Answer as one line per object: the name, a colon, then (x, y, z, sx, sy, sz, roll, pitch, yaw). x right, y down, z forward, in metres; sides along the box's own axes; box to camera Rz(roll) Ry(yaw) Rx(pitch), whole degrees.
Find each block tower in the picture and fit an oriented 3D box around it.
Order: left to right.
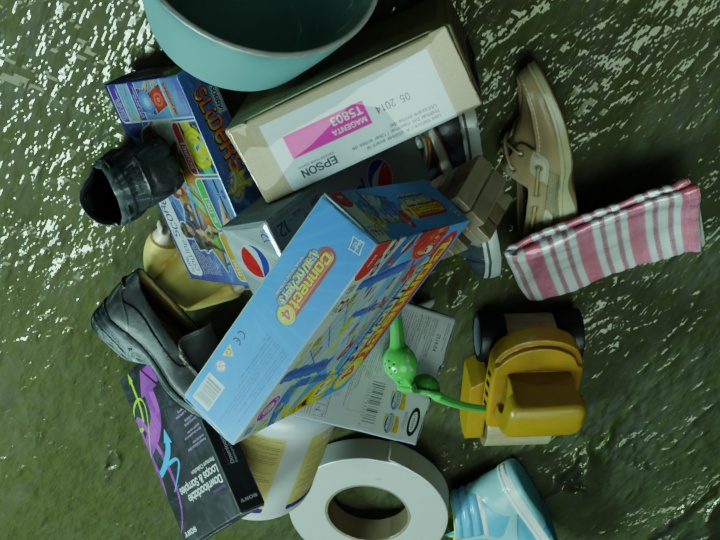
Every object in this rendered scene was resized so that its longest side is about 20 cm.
block tower: (0.054, -0.039, 1.019, 0.054, 0.058, 0.200, 42, 148, -17)

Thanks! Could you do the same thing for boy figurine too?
boy figurine: (-0.170, -0.004, 1.117, 0.200, 0.065, 0.124, -36, 127, 18)

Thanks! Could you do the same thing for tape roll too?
tape roll: (0.011, 0.290, 1.374, 0.202, 0.037, 0.204, 4, 127, 5)

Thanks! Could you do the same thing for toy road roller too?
toy road roller: (0.184, 0.143, 1.219, 0.122, 0.146, 0.201, -1, 130, -4)

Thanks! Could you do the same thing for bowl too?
bowl: (-0.093, -0.224, 0.878, 0.200, 0.202, 0.105, 12, 152, -15)

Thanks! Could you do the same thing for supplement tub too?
supplement tub: (-0.099, 0.158, 1.203, 0.145, 0.146, 0.201, 10, 128, -14)

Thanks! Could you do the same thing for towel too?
towel: (0.250, -0.024, 1.124, 0.199, 0.030, 0.146, -21, 155, 11)

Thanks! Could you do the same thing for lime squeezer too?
lime squeezer: (0.057, 0.092, 1.064, 0.038, 0.071, 0.200, -15, 124, 33)

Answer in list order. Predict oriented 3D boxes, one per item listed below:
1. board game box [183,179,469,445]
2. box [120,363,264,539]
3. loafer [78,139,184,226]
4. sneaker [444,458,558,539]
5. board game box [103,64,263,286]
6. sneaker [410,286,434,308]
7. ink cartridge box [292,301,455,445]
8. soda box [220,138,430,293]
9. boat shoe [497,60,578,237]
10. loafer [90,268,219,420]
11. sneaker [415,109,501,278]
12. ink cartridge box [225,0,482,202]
board game box: (-0.021, 0.026, 0.876, 0.056, 0.196, 0.200, 42, 112, 14)
box: (-0.182, 0.179, 1.167, 0.036, 0.201, 0.143, -17, 165, -38)
loafer: (-0.222, -0.073, 0.990, 0.070, 0.200, 0.068, -28, 99, -27)
sneaker: (0.178, 0.335, 1.425, 0.130, 0.080, 0.200, -24, 118, 11)
board game box: (-0.145, -0.082, 0.980, 0.034, 0.135, 0.201, -35, 115, -32)
sneaker: (0.000, 0.000, 1.144, 0.087, 0.075, 0.200, -38, 131, 9)
ink cartridge box: (0.005, 0.089, 1.088, 0.199, 0.076, 0.137, 19, 90, -32)
soda box: (-0.026, -0.060, 0.957, 0.063, 0.200, 0.068, -5, 119, 44)
boat shoe: (0.166, -0.107, 1.059, 0.064, 0.071, 0.201, -14, 131, 5)
loafer: (-0.166, 0.080, 1.074, 0.200, 0.073, 0.072, 36, 110, -3)
sneaker: (0.085, -0.077, 1.074, 0.079, 0.079, 0.201, -15, 119, 1)
ink cartridge box: (-0.001, -0.151, 0.939, 0.199, 0.165, 0.075, -23, 110, 13)
